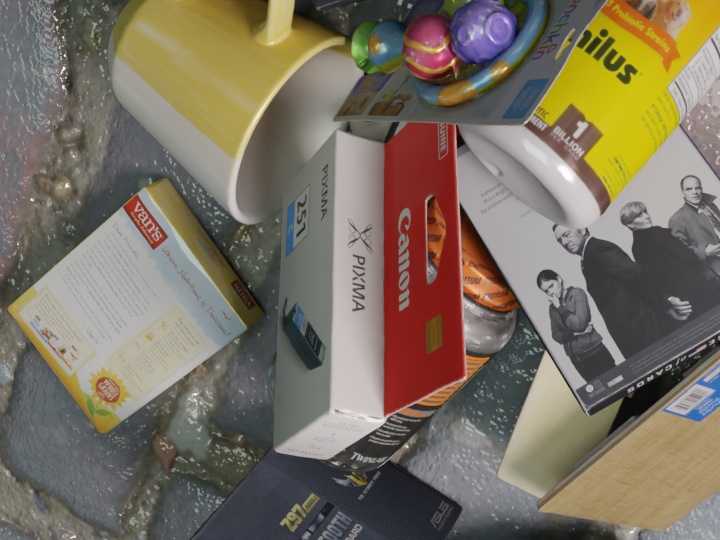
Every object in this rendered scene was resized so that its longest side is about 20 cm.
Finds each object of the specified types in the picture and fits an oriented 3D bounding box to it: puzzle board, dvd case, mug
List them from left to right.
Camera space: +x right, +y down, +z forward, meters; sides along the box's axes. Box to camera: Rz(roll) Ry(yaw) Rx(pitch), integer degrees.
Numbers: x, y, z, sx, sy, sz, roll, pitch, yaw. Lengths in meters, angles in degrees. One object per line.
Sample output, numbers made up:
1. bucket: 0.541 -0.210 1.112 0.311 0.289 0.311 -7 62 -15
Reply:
1. mug: -0.092 -0.153 0.816 0.153 0.149 0.188 35 113 18
2. dvd case: 0.158 -0.030 0.732 0.150 0.025 0.201 -31 65 5
3. puzzle board: 0.233 0.111 0.777 0.200 0.150 0.017 -48 44 28

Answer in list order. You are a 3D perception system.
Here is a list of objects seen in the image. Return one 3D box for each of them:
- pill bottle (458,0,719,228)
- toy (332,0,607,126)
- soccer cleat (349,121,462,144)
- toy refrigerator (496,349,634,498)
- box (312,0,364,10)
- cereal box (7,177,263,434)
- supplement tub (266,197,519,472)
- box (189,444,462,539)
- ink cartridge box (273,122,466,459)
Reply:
1. pill bottle: 0.159 -0.131 0.694 0.109 0.109 0.200 41 87 5
2. toy: 0.054 -0.145 0.690 0.047 0.116 0.199 41 164 -27
3. soccer cleat: 0.072 -0.136 0.789 0.200 0.068 0.085 -44 60 21
4. toy refrigerator: 0.168 0.065 0.811 0.070 0.076 0.201 24 115 13
5. box: 0.069 -0.244 0.706 0.198 0.148 0.105 -12 102 25
6. cereal box: -0.195 0.034 0.973 0.199 0.040 0.144 -35 92 28
7. supplement tub: 0.030 0.045 0.835 0.122 0.122 0.200 44 118 3
8. box: -0.026 0.209 0.871 0.157 0.200 0.051 30 121 11
9. ink cartridge box: 0.000 0.000 0.727 0.044 0.202 0.176 13 152 -24
